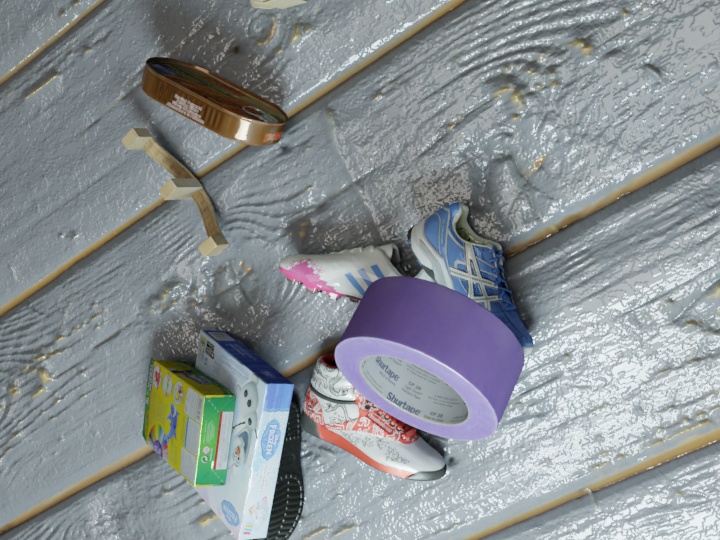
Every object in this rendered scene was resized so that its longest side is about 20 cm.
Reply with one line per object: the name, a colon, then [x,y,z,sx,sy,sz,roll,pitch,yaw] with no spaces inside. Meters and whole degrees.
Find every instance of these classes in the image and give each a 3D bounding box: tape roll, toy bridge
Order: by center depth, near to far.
tape roll: [0.076,0.100,1.182,0.199,0.201,0.085,18,60,21]
toy bridge: [-0.232,-0.105,1.371,0.027,0.067,0.201,-41,78,23]

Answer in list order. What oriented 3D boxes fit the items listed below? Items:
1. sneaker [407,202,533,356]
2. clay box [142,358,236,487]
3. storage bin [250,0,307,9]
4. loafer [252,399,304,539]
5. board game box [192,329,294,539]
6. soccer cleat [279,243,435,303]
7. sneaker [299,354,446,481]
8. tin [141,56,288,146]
sneaker: [0.136,0.012,1.213,0.077,0.076,0.201,-41,81,27]
clay box: [-0.224,0.187,1.351,0.200,0.047,0.116,20,104,58]
storage bin: [-0.149,-0.411,1.224,0.093,0.200,0.201,-9,93,23]
loafer: [-0.118,0.260,1.371,0.071,0.073,0.202,7,92,43]
board game box: [-0.161,0.201,1.336,0.200,0.043,0.201,29,110,55]
soccer cleat: [0.000,0.000,1.285,0.198,0.070,0.087,18,94,16]
sneaker: [0.021,0.173,1.290,0.200,0.067,0.109,21,107,24]
tin: [-0.182,-0.209,1.313,0.199,0.112,0.042,29,117,19]
